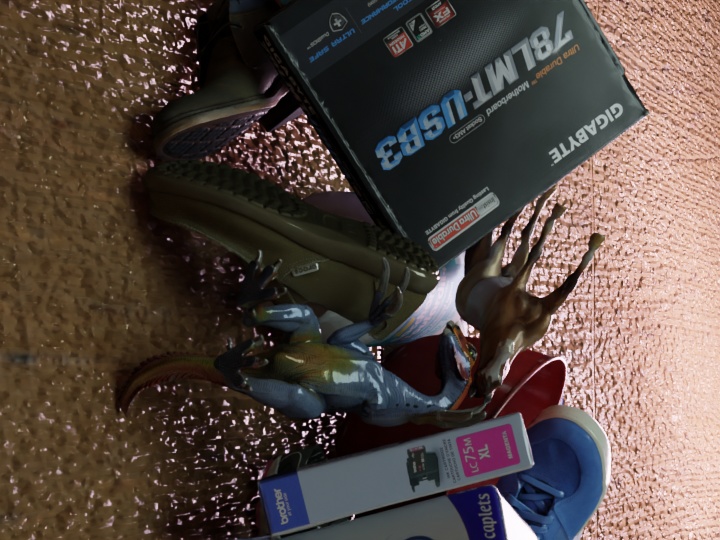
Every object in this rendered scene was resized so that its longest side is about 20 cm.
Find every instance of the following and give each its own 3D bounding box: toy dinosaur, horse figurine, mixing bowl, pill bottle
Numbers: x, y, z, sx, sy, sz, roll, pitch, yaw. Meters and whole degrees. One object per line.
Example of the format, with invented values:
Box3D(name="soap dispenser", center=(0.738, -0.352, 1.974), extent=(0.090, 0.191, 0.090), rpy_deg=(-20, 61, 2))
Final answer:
Box3D(name="toy dinosaur", center=(-0.015, 0.055, 1.132), extent=(0.181, 0.198, 0.106), rpy_deg=(34, 52, -49))
Box3D(name="horse figurine", center=(0.103, 0.007, 1.262), extent=(0.050, 0.133, 0.200), rpy_deg=(26, 11, -18))
Box3D(name="mixing bowl", center=(0.052, 0.123, 1.320), extent=(0.200, 0.108, 0.201), rpy_deg=(-50, 160, -26))
Box3D(name="pill bottle", center=(0.000, 0.000, 1.304), extent=(0.200, 0.110, 0.112), rpy_deg=(-4, 86, -64))

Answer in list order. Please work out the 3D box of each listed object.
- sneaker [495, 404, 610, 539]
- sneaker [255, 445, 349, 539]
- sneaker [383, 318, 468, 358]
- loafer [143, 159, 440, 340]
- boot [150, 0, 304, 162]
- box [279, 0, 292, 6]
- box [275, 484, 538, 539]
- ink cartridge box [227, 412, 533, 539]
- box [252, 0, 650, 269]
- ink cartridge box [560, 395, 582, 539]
Box3D(name="sneaker", center=(0.110, 0.194, 1.290), extent=(0.111, 0.076, 0.201), rpy_deg=(-49, 167, -52))
Box3D(name="sneaker", center=(-0.006, 0.213, 1.253), extent=(0.080, 0.086, 0.202), rpy_deg=(-37, 115, -63))
Box3D(name="sneaker", center=(0.066, 0.030, 1.469), extent=(0.106, 0.074, 0.202), rpy_deg=(-17, 97, -62))
Box3D(name="loafer", center=(-0.049, -0.011, 1.160), extent=(0.076, 0.198, 0.068), rpy_deg=(-74, -174, -75))
Box3D(name="boot", center=(-0.096, -0.136, 1.224), extent=(0.097, 0.074, 0.200), rpy_deg=(58, 32, 2))
Box3D(name="box", center=(0.020, -0.175, 1.267), extent=(0.200, 0.082, 0.049), rpy_deg=(41, 13, -13))
Box3D(name="box", center=(0.019, 0.255, 1.120), extent=(0.105, 0.198, 0.186), rpy_deg=(52, 25, -56))
Box3D(name="ink cartridge box", center=(0.005, 0.133, 1.147), extent=(0.119, 0.198, 0.042), rpy_deg=(96, -23, -83))
Box3D(name="box", center=(0.062, -0.132, 1.218), extent=(0.199, 0.199, 0.050), rpy_deg=(57, -12, -9))
Box3D(name="ink cartridge box", center=(0.154, 0.214, 1.511), extent=(0.200, 0.040, 0.201), rpy_deg=(76, 33, -63))
